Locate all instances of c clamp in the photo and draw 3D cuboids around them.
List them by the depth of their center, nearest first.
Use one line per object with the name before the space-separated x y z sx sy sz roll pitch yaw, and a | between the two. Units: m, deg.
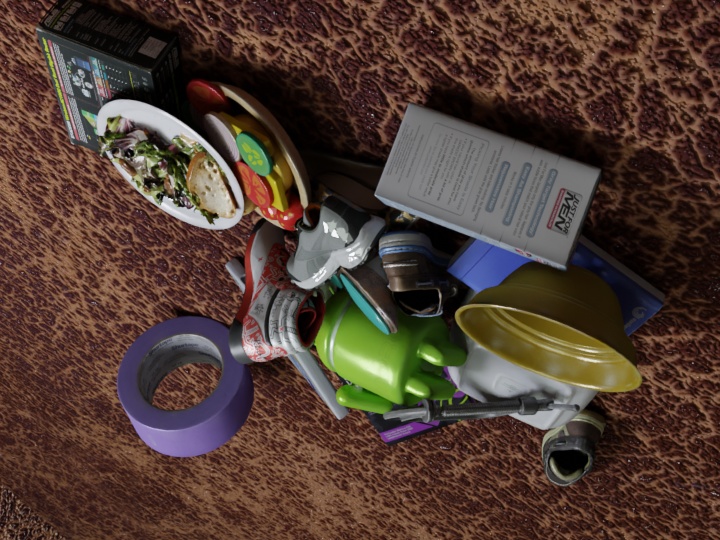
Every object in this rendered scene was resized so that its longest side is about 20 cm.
c clamp | 0.131 0.161 1.308 0.197 0.028 0.171 -2 172 -14

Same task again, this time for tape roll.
tape roll | -0.266 0.176 1.714 0.198 0.201 0.085 17 149 19

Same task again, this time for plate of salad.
plate of salad | -0.222 -0.111 1.272 0.198 0.048 0.201 24 150 15

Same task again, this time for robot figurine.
robot figurine | 0.028 0.089 1.354 0.198 0.178 0.115 23 -171 31

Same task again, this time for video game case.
video game case | -0.100 0.094 1.544 0.182 0.022 0.201 45 168 48

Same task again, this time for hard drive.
hard drive | 0.209 0.013 1.213 0.199 0.025 0.132 34 132 -8

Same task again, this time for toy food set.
toy food set | -0.131 -0.126 1.255 0.199 0.049 0.199 33 150 37

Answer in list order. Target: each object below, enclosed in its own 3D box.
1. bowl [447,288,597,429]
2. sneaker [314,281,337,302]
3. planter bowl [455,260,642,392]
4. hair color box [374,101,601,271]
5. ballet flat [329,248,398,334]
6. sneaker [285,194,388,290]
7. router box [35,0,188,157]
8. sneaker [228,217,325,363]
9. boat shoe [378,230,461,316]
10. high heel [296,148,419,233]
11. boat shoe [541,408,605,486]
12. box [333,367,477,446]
bowl | 0.198 0.116 1.362 0.198 0.075 0.200 25 150 6
sneaker | -0.057 0.056 1.474 0.074 0.088 0.201 12 146 24
planter bowl | 0.203 0.045 1.145 0.198 0.084 0.201 21 163 7
hair color box | 0.125 -0.081 1.091 0.198 0.100 0.061 21 179 14
ballet flat | 0.000 0.000 1.307 0.200 0.067 0.068 41 166 44
sneaker | -0.040 -0.036 1.226 0.079 0.074 0.200 40 154 -10
router box | -0.278 -0.206 1.296 0.148 0.063 0.201 21 149 12
sneaker | -0.089 0.018 1.359 0.107 0.204 0.067 -10 142 26
boat shoe | 0.065 0.014 1.257 0.071 0.074 0.200 -4 166 23
high heel | 0.002 -0.104 1.208 0.142 0.072 0.200 40 150 -12
boat shoe | 0.275 0.249 1.498 0.072 0.065 0.201 20 149 12
box | 0.057 0.147 1.498 0.141 0.036 0.201 -22 128 16
